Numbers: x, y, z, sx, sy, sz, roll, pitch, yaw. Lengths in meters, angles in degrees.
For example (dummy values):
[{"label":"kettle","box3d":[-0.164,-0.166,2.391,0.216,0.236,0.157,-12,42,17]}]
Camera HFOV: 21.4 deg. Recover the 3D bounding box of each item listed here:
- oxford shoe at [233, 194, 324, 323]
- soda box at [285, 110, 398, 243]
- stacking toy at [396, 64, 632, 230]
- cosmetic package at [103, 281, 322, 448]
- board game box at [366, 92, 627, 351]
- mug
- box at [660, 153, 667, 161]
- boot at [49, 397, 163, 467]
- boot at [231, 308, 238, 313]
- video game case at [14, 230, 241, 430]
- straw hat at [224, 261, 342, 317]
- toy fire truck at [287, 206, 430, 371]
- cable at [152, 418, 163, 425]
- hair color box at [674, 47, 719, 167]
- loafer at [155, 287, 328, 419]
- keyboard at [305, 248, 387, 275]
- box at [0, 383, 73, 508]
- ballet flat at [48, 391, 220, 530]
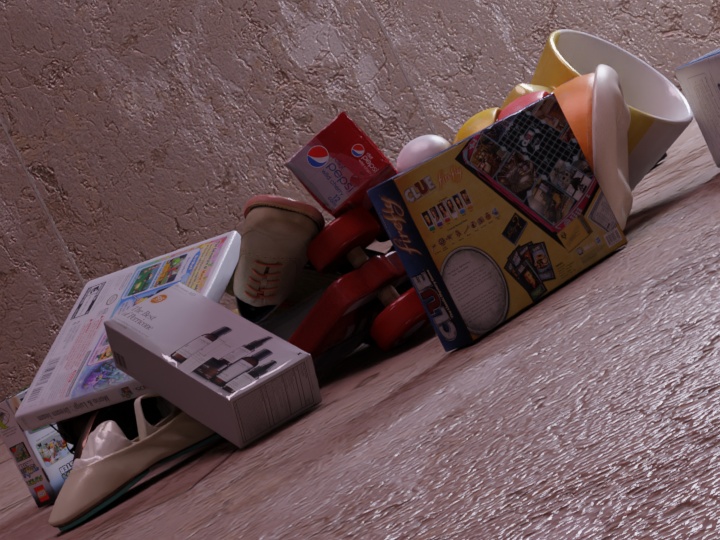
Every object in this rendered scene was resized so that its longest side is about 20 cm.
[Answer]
[{"label":"oxford shoe","box3d":[-0.074,-0.008,1.648,0.070,0.074,0.200,13,-20,-1]},{"label":"soda box","box3d":[-0.004,-0.078,1.690,0.070,0.063,0.200,-41,-11,2]},{"label":"stacking toy","box3d":[0.127,-0.096,1.609,0.198,0.147,0.146,-2,9,12]},{"label":"cosmetic package","box3d":[-0.123,0.072,1.552,0.082,0.051,0.200,-27,31,-28]},{"label":"board game box","box3d":[0.108,-0.040,1.464,0.199,0.136,0.035,-29,4,-40]},{"label":"mug","box3d":[0.188,-0.123,1.748,0.154,0.185,0.150,-60,21,26]},{"label":"box","box3d":[0.234,-0.091,2.123,0.160,0.044,0.200,-24,4,37]},{"label":"boot","box3d":[-0.243,0.154,1.732,0.096,0.075,0.200,-25,15,20]},{"label":"boot","box3d":[-0.259,0.118,2.792,0.200,0.071,0.144,-25,-4,-24]},{"label":"video game case","box3d":[-0.208,0.054,1.735,0.181,0.024,0.201,-18,31,28]},{"label":"straw hat","box3d":[-0.073,0.053,1.844,0.199,0.086,0.201,8,-9,1]},{"label":"toy fire truck","box3d":[0.013,0.021,1.676,0.200,0.112,0.168,-29,-15,-46]},{"label":"cable","box3d":[-0.176,0.145,1.885,0.097,0.051,0.199,-30,-11,39]},{"label":"hair color box","box3d":[0.337,-0.148,1.626,0.060,0.101,0.200,-25,3,-4]},{"label":"loafer","box3d":[-0.104,0.071,1.747,0.199,0.070,0.070,-34,-21,2]},{"label":"keyboard","box3d":[0.000,0.000,1.797,0.199,0.021,0.127,14,-13,-26]},{"label":"box","box3d":[-0.266,0.142,1.891,0.035,0.111,0.200,-24,3,42]},{"label":"ballet flat","box3d":[-0.185,0.143,1.584,0.199,0.070,0.069,-29,4,-31]}]
